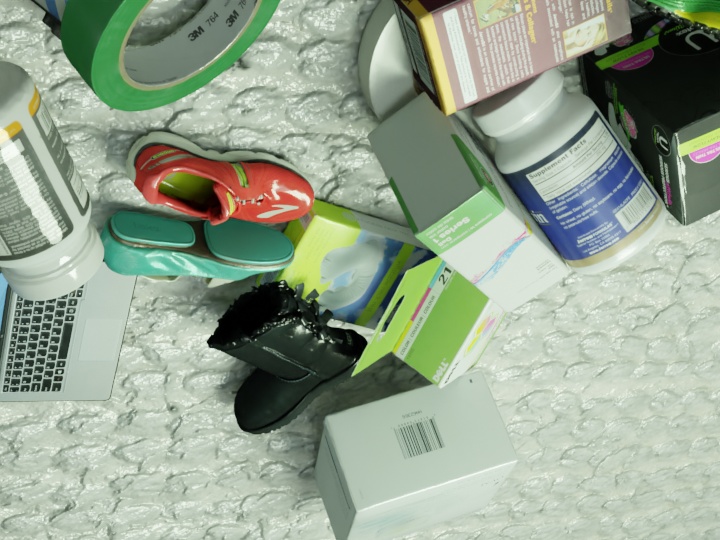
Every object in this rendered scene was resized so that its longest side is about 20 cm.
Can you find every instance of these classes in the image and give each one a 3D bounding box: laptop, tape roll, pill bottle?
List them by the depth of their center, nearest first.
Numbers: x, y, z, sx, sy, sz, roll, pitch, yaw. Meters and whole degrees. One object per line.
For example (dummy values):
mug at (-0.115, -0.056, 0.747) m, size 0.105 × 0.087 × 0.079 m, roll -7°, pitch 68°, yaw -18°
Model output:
tape roll at (-0.152, -0.221, 0.966) m, size 0.200 × 0.048 × 0.200 m, roll -38°, pitch 164°, yaw -13°
pill bottle at (-0.309, -0.075, 1.029) m, size 0.116 × 0.116 × 0.200 m, roll -23°, pitch 131°, yaw -7°
pill bottle at (0.206, -0.105, 1.153) m, size 0.116 × 0.116 × 0.200 m, roll -37°, pitch 105°, yaw 6°
laptop at (-0.324, 0.093, 1.154) m, size 0.200 × 0.116 × 0.187 m, roll 3°, pitch 125°, yaw -26°
tape roll at (0.096, -0.214, 1.159) m, size 0.203 × 0.037 × 0.203 m, roll -13°, pitch 130°, yaw -16°

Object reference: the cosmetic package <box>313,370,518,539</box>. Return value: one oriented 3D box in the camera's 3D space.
cosmetic package at (0.059, 0.236, 1.390) m, size 0.199 × 0.123 × 0.200 m, roll -15°, pitch 156°, yaw -13°

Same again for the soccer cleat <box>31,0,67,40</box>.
soccer cleat at (-0.263, -0.259, 0.949) m, size 0.086 × 0.070 × 0.200 m, roll -49°, pitch 135°, yaw 2°

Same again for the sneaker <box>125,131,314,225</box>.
sneaker at (-0.133, -0.072, 1.132) m, size 0.200 × 0.085 × 0.077 m, roll 8°, pitch 122°, yaw -29°

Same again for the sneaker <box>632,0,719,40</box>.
sneaker at (0.328, -0.281, 1.127) m, size 0.078 × 0.200 × 0.085 m, roll -2°, pitch 118°, yaw -66°

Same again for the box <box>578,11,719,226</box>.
box at (0.339, -0.170, 1.192) m, size 0.148 × 0.200 × 0.124 m, roll -24°, pitch 132°, yaw -5°

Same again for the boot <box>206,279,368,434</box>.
boot at (-0.102, 0.096, 1.257) m, size 0.198 × 0.073 × 0.162 m, roll -33°, pitch 142°, yaw 21°

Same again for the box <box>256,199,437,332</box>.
box at (0.000, 0.000, 1.275) m, size 0.200 × 0.048 × 0.122 m, roll 15°, pitch 118°, yaw -32°

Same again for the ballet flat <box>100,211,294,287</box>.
ballet flat at (-0.169, -0.017, 1.180) m, size 0.200 × 0.067 × 0.070 m, roll 6°, pitch 138°, yaw -24°

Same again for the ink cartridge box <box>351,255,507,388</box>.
ink cartridge box at (0.091, 0.056, 1.274) m, size 0.200 × 0.076 × 0.148 m, roll -23°, pitch 145°, yaw -59°

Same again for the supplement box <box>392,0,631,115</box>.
supplement box at (0.141, -0.244, 1.073) m, size 0.200 × 0.086 × 0.110 m, roll -25°, pitch 131°, yaw -5°

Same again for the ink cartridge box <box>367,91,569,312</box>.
ink cartridge box at (0.111, -0.065, 1.163) m, size 0.084 × 0.145 × 0.200 m, roll -35°, pitch 141°, yaw 15°
